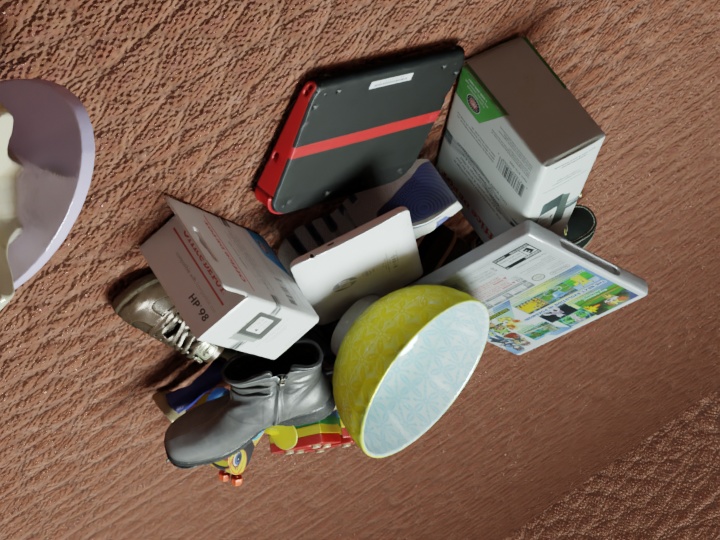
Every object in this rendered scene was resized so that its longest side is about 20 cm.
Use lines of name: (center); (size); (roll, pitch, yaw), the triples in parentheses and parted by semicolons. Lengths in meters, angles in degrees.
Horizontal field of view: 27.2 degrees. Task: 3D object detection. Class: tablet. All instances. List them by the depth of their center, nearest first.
tablet: (0.000, 0.000, 1.538); (0.130, 0.014, 0.200); (-26, 159, -3)

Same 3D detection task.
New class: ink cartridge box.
ink cartridge box: (-0.132, 0.010, 1.414); (0.067, 0.116, 0.200); (-40, 157, 12)
ink cartridge box: (0.160, -0.120, 1.549); (0.083, 0.147, 0.200); (-27, 158, -21)

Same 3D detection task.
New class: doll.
doll: (-0.137, 0.092, 1.646); (0.200, 0.048, 0.136); (-40, 177, 1)

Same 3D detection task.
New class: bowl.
bowl: (0.032, 0.087, 1.583); (0.200, 0.108, 0.200); (-39, 150, -28)

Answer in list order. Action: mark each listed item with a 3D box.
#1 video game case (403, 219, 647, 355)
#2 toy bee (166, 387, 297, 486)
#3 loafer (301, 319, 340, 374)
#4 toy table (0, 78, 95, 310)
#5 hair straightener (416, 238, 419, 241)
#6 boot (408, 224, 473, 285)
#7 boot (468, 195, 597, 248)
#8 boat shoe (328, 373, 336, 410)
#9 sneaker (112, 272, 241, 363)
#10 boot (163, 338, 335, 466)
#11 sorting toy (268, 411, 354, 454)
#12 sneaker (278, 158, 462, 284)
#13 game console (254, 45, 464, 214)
video game case: (0.176, 0.023, 1.613); (0.182, 0.022, 0.200); (25, 143, -32)
toy bee: (-0.149, 0.188, 1.722); (0.200, 0.131, 0.109); (-30, 135, -27)
loafer: (-0.021, 0.056, 1.686); (0.063, 0.072, 0.200); (-49, 178, 23)
toy table: (-0.282, -0.046, 1.023); (0.200, 0.184, 0.117); (-56, 169, 15)
hair straightener: (0.062, -0.050, 1.677); (0.200, 0.041, 0.077); (-36, 158, -1)
boot: (0.098, 0.065, 1.709); (0.200, 0.138, 0.077); (-59, -169, -9)
boot: (0.245, -0.069, 1.858); (0.203, 0.074, 0.154); (-16, 156, -34)
boat shoe: (-0.053, 0.118, 1.706); (0.071, 0.065, 0.200); (-17, -169, -2)
sneaker: (-0.168, 0.052, 1.495); (0.070, 0.076, 0.200); (-43, 158, 15)
boot: (-0.128, 0.130, 1.558); (0.200, 0.070, 0.132); (-24, 151, -1)
sorting toy: (-0.010, 0.181, 1.859); (0.198, 0.070, 0.200); (-14, 170, 16)
sneaker: (0.011, -0.038, 1.595); (0.199, 0.081, 0.115); (-30, 162, 2)
game console: (-0.002, -0.137, 1.438); (0.200, 0.031, 0.177); (-19, 147, -38)
